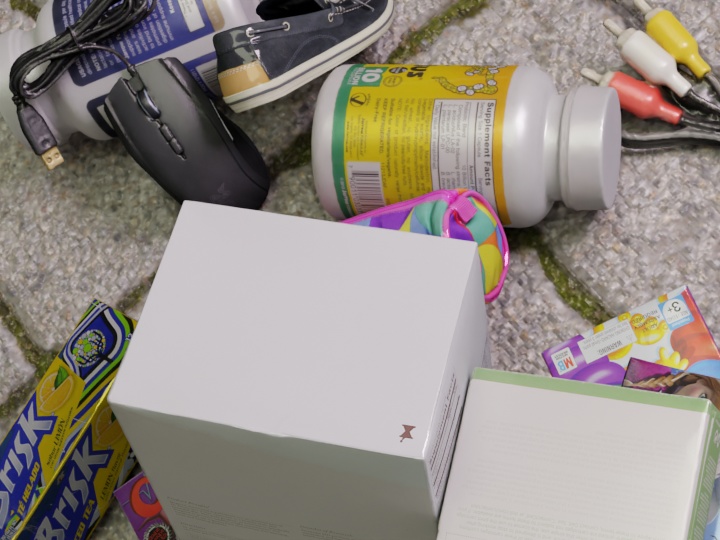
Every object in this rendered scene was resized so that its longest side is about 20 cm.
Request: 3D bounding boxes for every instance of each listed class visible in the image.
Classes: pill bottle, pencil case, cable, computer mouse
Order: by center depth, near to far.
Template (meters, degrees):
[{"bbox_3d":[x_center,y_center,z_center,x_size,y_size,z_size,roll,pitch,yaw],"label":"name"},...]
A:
[{"bbox_3d":[0.000,0.000,1.098,0.199,0.088,0.089,-13,67,31],"label":"pencil case"},{"bbox_3d":[0.242,-0.106,1.113,0.200,0.050,0.097,35,87,25],"label":"cable"},{"bbox_3d":[0.076,-0.087,1.122,0.199,0.113,0.113,3,72,18],"label":"pill bottle"},{"bbox_3d":[-0.165,-0.095,1.168,0.140,0.200,0.046,-29,23,11],"label":"computer mouse"},{"bbox_3d":[-0.174,-0.167,1.222,0.199,0.116,0.116,-20,67,8],"label":"pill bottle"}]

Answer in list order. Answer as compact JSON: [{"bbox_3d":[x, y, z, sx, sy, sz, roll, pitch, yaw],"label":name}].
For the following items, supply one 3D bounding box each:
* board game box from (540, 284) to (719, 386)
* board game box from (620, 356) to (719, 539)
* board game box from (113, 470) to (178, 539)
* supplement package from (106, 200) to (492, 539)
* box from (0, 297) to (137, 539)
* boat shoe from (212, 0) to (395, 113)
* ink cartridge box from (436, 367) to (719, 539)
[{"bbox_3d":[0.206,0.130,1.010,0.105,0.103,0.201,-26,66,6],"label":"board game box"},{"bbox_3d":[0.221,0.169,0.909,0.198,0.043,0.201,13,76,22],"label":"board game box"},{"bbox_3d":[-0.062,0.148,1.126,0.200,0.032,0.120,-36,61,2],"label":"board game box"},{"bbox_3d":[-0.025,0.082,0.999,0.190,0.200,0.148,9,59,13],"label":"supplement package"},{"bbox_3d":[-0.205,0.127,1.147,0.064,0.070,0.200,24,78,37],"label":"box"},{"bbox_3d":[-0.038,-0.175,1.158,0.074,0.200,0.062,-15,106,39],"label":"boat shoe"},{"bbox_3d":[0.113,0.161,0.902,0.145,0.048,0.201,7,74,26],"label":"ink cartridge box"}]
